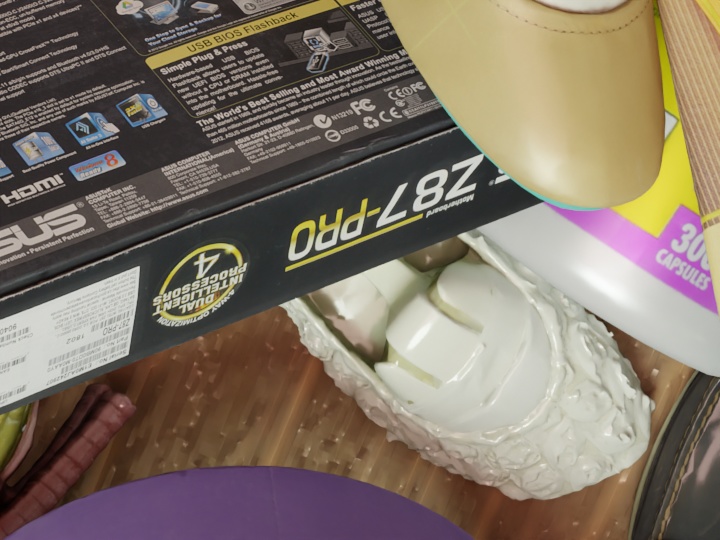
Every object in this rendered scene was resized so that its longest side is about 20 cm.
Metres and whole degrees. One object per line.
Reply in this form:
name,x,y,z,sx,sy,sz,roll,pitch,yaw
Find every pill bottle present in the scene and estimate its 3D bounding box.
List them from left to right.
pill bottle,0.116,-0.078,0.796,0.104,0.104,0.200,32,98,0

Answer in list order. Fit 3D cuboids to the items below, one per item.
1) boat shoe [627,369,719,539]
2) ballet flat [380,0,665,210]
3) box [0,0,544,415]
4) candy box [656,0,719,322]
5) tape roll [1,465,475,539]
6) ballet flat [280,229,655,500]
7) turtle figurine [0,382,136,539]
boat shoe,0.107,0.118,0.833,0.074,0.073,0.201,11,97,2
ballet flat,0.028,-0.107,0.706,0.068,0.063,0.200,-7,57,-28
box,-0.056,-0.058,0.730,0.200,0.049,0.161,-23,54,-29
candy box,0.139,-0.038,0.698,0.115,0.055,0.201,-13,80,16
tape roll,-0.035,0.159,0.801,0.199,0.085,0.200,-3,122,-5
ballet flat,0.000,0.000,0.832,0.200,0.072,0.072,41,97,-2
turtle figurine,-0.177,0.049,0.809,0.144,0.200,0.194,35,105,27
